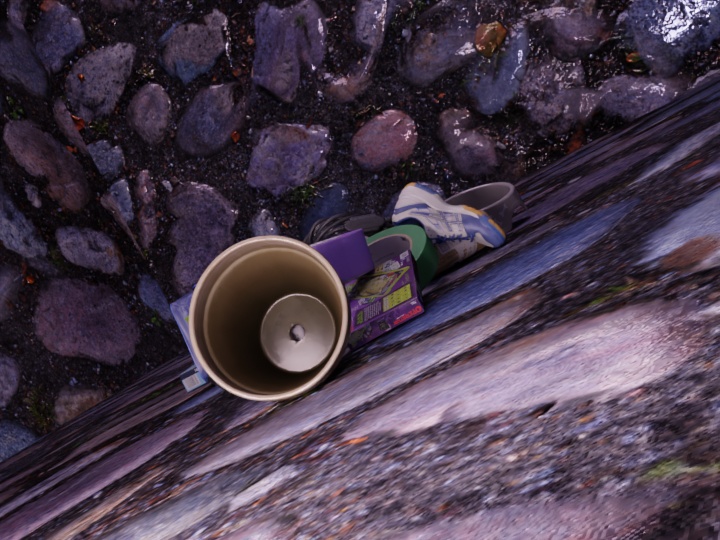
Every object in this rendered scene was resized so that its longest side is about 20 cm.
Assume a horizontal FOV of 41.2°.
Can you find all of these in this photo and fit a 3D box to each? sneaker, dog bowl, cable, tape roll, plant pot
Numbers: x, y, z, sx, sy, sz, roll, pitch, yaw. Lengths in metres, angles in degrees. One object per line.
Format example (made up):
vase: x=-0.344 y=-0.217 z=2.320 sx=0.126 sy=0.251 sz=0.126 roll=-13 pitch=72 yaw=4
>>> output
sneaker: x=0.148 y=-0.071 z=1.639 sx=0.089 sy=0.198 sz=0.075 roll=-61 pitch=-17 yaw=-15
dog bowl: x=0.225 y=-0.111 z=1.869 sx=0.198 sy=0.059 sz=0.200 roll=-21 pitch=17 yaw=6
cable: x=-0.020 y=-0.051 z=1.828 sx=0.197 sy=0.051 sz=0.164 roll=-12 pitch=-29 yaw=-3
tape roll: x=-0.081 y=-0.004 z=1.490 sx=0.198 sy=0.066 sz=0.200 roll=-18 pitch=4 yaw=1
tape roll: x=0.031 y=0.005 z=1.567 sx=0.199 sy=0.048 sz=0.201 roll=-27 pitch=26 yaw=14
plant pot: x=-0.097 y=0.070 z=1.227 sx=0.198 sy=0.202 sz=0.174 roll=-27 pitch=-14 yaw=5

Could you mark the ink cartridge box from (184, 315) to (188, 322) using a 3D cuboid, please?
ink cartridge box: x=-0.212 y=0.103 z=1.771 sx=0.199 sy=0.148 sz=0.076 roll=-35 pitch=26 yaw=19

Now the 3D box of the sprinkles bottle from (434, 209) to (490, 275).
sprinkles bottle: x=0.148 y=-0.037 z=1.688 sx=0.199 sy=0.069 sz=0.068 roll=-30 pitch=3 yaw=-24

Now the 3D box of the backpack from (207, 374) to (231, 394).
backpack: x=-0.201 y=0.120 z=1.619 sx=0.125 sy=0.169 sz=0.200 roll=-8 pitch=-7 yaw=-19

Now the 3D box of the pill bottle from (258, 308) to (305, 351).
pill bottle: x=-0.146 y=0.113 z=1.421 sx=0.111 sy=0.113 sz=0.200 roll=-28 pitch=2 yaw=-13

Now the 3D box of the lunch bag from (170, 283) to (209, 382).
lunch bag: x=-0.288 y=0.111 z=1.934 sx=0.131 sy=0.202 sz=0.136 roll=-25 pitch=-2 yaw=-3

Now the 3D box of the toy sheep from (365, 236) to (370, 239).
toy sheep: x=0.000 y=0.000 z=1.741 sx=0.138 sy=0.198 sz=0.139 roll=-52 pitch=26 yaw=39

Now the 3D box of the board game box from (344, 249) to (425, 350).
board game box: x=0.031 y=0.039 z=1.390 sx=0.119 sy=0.033 sz=0.200 roll=-25 pitch=19 yaw=9

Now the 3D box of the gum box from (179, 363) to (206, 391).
gum box: x=-0.286 y=0.188 z=2.116 sx=0.169 sy=0.045 sz=0.200 roll=-28 pitch=4 yaw=16
